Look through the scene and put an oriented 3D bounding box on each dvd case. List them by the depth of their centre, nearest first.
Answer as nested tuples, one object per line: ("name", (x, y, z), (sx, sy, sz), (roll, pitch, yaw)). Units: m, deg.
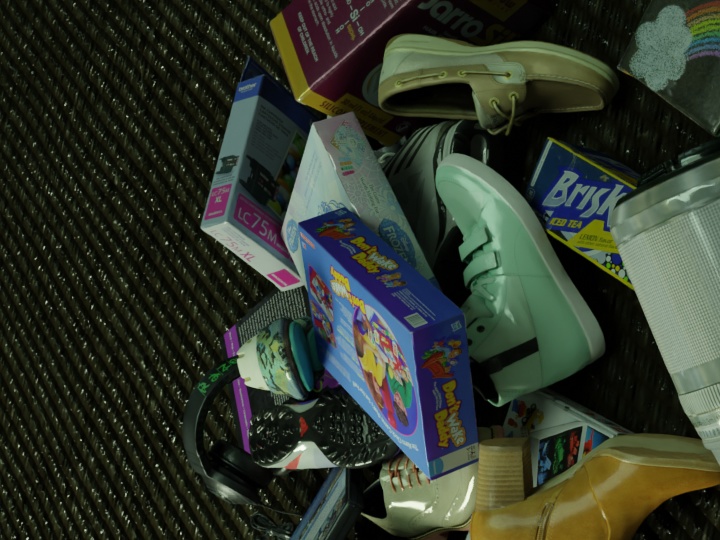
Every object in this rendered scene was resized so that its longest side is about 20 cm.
("dvd case", (-0.038, 0.232, 1.497), (0.143, 0.018, 0.200), (-59, 4, 7))

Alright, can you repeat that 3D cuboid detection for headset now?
("headset", (-0.099, 0.168, 1.595), (0.094, 0.123, 0.200), (15, 132, 52))

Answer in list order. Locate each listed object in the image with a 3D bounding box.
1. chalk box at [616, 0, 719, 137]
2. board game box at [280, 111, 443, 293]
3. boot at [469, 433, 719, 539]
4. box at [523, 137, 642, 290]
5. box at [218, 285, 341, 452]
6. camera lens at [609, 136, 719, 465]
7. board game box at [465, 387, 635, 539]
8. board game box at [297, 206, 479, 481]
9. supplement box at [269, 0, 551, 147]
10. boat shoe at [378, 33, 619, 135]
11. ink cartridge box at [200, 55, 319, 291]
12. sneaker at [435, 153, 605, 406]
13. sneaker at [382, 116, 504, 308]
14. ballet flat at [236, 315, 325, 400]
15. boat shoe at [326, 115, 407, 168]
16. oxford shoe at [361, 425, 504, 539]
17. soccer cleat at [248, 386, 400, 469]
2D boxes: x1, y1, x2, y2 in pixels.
("chalk box", (0.295, -0.189, 1.193), (0.125, 0.124, 0.200), (47, 117, 50))
("board game box", (0.000, 0.000, 1.488), (0.199, 0.043, 0.200), (64, 159, 20))
("boot", (0.178, 0.195, 1.262), (0.201, 0.071, 0.144), (-2, 96, 21))
("box", (0.207, -0.032, 1.312), (0.200, 0.064, 0.070), (39, 111, 51))
("box", (-0.060, 0.081, 1.665), (0.200, 0.036, 0.143), (-42, 49, 40))
("camera lens", (0.260, 0.013, 1.100), (0.160, 0.160, 0.200), (-27, 83, 47))
("board game box", (0.140, 0.200, 1.357), (0.126, 0.035, 0.200), (28, 102, 54))
("board game box", (0.020, 0.053, 1.349), (0.200, 0.045, 0.135), (43, 147, 53))
("supplement box", (0.042, -0.219, 1.509), (0.200, 0.131, 0.103), (-39, 51, 26))
("boat shoe", (0.109, -0.144, 1.415), (0.200, 0.074, 0.066), (7, 63, 24))
("ink cartridge box", (-0.080, -0.097, 1.646), (0.042, 0.119, 0.200), (-16, 51, 36))
("sneaker", (0.090, 0.008, 1.351), (0.200, 0.118, 0.074), (57, 160, 13))
("sneaker", (0.066, -0.029, 1.494), (0.115, 0.076, 0.201), (2, 86, 57))
("ballet flat", (-0.069, 0.076, 1.465), (0.200, 0.074, 0.074), (18, -96, -82))
("boat shoe", (0.016, -0.097, 1.585), (0.063, 0.073, 0.200), (-51, 39, 36))
("oxford shoe", (0.056, 0.174, 1.401), (0.200, 0.074, 0.071), (127, 154, -54))
("soccer cleat", (-0.015, 0.136, 1.476), (0.200, 0.073, 0.068), (-14, 75, 51))
